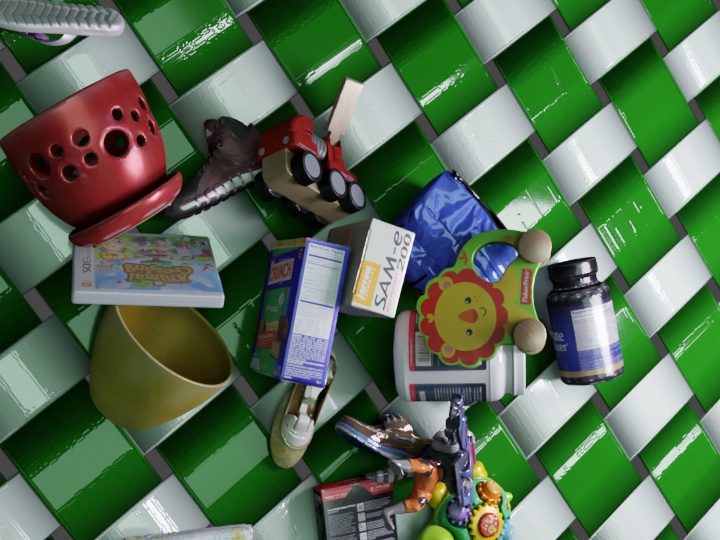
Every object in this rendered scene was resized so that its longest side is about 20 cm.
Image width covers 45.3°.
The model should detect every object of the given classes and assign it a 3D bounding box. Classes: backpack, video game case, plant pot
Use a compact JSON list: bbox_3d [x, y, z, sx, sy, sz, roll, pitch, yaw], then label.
[{"bbox_3d":[0.146,-0.029,1.360,0.200,0.162,0.168,43,88,-5],"label":"backpack"},{"bbox_3d":[-0.298,-0.005,1.199,0.195,0.183,0.022,3,118,-20],"label":"video game case"},{"bbox_3d":[-0.296,0.136,1.199,0.199,0.201,0.142,38,105,-15],"label":"plant pot"},{"bbox_3d":[-0.356,-0.145,1.170,0.198,0.200,0.185,-33,108,-17],"label":"plant pot"}]

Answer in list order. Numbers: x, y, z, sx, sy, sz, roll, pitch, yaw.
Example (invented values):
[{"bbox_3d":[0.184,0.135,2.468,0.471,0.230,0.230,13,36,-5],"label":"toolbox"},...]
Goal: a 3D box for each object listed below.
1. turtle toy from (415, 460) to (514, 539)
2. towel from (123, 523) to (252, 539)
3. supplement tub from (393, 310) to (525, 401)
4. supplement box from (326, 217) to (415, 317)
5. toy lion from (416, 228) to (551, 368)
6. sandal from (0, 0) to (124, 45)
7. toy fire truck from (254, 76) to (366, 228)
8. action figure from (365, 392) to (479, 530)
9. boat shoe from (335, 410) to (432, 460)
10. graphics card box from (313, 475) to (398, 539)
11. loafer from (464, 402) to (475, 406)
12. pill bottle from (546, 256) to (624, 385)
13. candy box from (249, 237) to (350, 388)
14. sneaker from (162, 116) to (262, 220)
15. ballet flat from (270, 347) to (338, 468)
[{"bbox_3d":[0.168,0.411,1.392,0.197,0.101,0.148,-25,97,-19],"label":"turtle toy"},{"bbox_3d":[-0.249,0.471,1.270,0.195,0.048,0.176,-1,86,-20],"label":"towel"},{"bbox_3d":[0.154,0.131,1.340,0.195,0.140,0.144,-1,89,8],"label":"supplement tub"},{"bbox_3d":[0.000,0.000,1.289,0.072,0.199,0.129,17,84,-18],"label":"supplement box"},{"bbox_3d":[0.177,0.041,1.251,0.187,0.069,0.205,4,83,12],"label":"toy lion"},{"bbox_3d":[-0.435,-0.343,1.216,0.198,0.083,0.050,1,132,-22],"label":"sandal"},{"bbox_3d":[-0.064,-0.194,1.304,0.175,0.127,0.204,27,52,-49],"label":"toy fire truck"},{"bbox_3d":[0.107,0.277,1.313,0.191,0.103,0.205,-19,115,-40],"label":"action figure"},{"bbox_3d":[0.048,0.264,1.375,0.198,0.072,0.074,31,74,-27],"label":"boat shoe"},{"bbox_3d":[-0.002,0.431,1.357,0.123,0.051,0.205,-7,90,-20],"label":"graphics card box"},{"bbox_3d":[0.207,0.131,1.437,0.071,0.063,0.204,20,84,14],"label":"loafer"},{"bbox_3d":[0.378,0.085,1.472,0.110,0.112,0.205,-12,92,-19],"label":"pill bottle"},{"bbox_3d":[-0.093,0.058,1.271,0.076,0.168,0.205,13,84,-22],"label":"candy box"},{"bbox_3d":[-0.226,-0.160,1.286,0.198,0.075,0.117,-30,94,-29],"label":"sneaker"},{"bbox_3d":[-0.085,0.207,1.324,0.070,0.070,0.204,23,81,-18],"label":"ballet flat"}]
